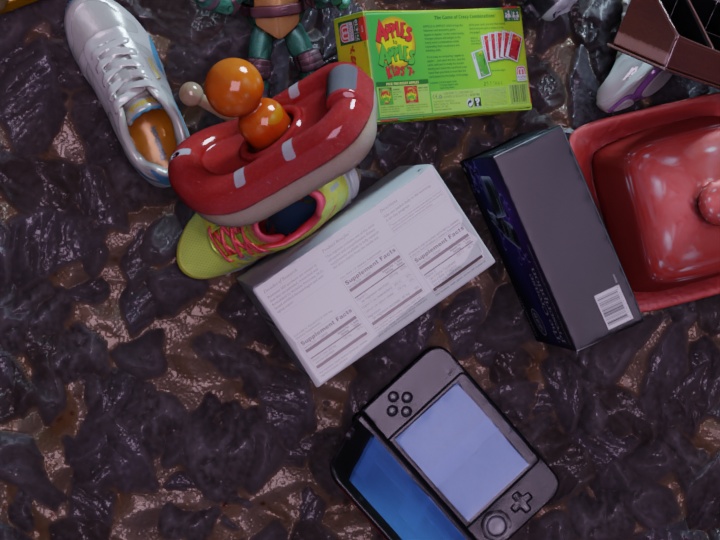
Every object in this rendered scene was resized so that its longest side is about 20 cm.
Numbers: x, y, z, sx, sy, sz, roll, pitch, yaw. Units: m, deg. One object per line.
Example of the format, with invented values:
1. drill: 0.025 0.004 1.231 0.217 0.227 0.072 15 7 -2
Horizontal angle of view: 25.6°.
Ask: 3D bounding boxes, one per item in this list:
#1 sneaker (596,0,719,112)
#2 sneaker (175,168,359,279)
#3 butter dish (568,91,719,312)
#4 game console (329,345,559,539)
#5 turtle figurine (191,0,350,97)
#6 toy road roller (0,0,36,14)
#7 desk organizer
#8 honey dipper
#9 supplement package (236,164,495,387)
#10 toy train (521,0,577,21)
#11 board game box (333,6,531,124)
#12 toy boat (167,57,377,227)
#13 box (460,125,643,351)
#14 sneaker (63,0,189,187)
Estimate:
1. sneaker: 0.287 -0.249 1.587 0.100 0.075 0.200 36 88 15
2. sneaker: -0.099 -0.046 1.484 0.200 0.090 0.078 -30 102 23
3. butter dish: 0.326 -0.066 1.548 0.199 0.148 0.200 -14 94 -8
4. game console: 0.087 0.200 1.531 0.172 0.119 0.200 -42 98 -6
5. turtle figurine: -0.079 -0.248 1.502 0.149 0.101 0.200 -5 110 9
6. toy road roller: -0.318 -0.331 1.456 0.200 0.123 0.146 -25 81 -8
7. desk organizer: 0.332 -0.219 1.514 0.200 0.072 0.077 8 109 -47
8. honey dipper: -0.087 -0.124 1.502 0.200 0.038 0.038 28 87 -29
9. supplement package: 0.000 0.000 1.492 0.200 0.156 0.111 -34 98 -7
10. toy train: 0.158 -0.338 1.543 0.114 0.085 0.200 -39 89 0
11. board game box: 0.071 -0.195 1.508 0.200 0.048 0.102 -9 93 -38
12. toy boat: -0.090 -0.131 1.396 0.200 0.131 0.131 -29 121 20
13. box: 0.181 -0.031 1.529 0.079 0.141 0.200 -24 95 -5
14. sneaker: -0.214 -0.174 1.492 0.076 0.081 0.200 -30 95 -5
